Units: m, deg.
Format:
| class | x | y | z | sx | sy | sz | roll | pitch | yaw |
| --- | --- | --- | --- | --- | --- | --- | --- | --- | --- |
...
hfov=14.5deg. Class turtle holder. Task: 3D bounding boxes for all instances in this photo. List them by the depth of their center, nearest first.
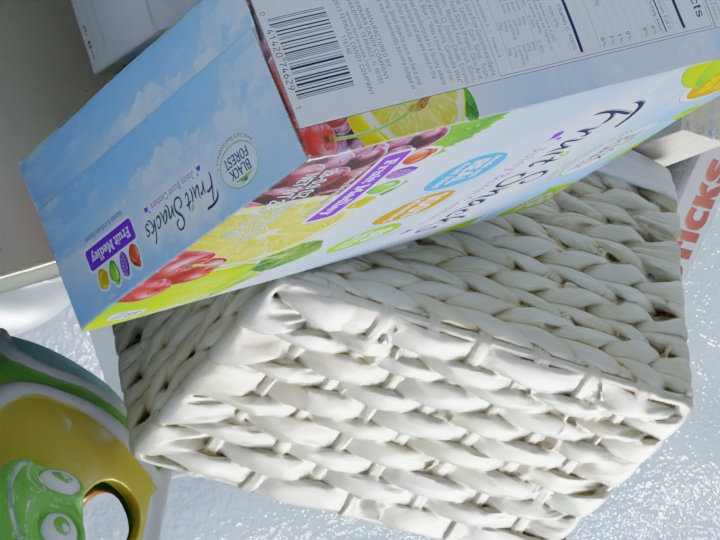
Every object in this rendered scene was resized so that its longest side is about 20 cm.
| class | x | y | z | sx | sy | sz | roll | pitch | yaw |
| --- | --- | --- | --- | --- | --- | --- | --- | --- | --- |
| turtle holder | -0.138 | 0.081 | 1.067 | 0.131 | 0.141 | 0.186 | 12 | 147 | -4 |

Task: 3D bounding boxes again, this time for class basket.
| class | x | y | z | sx | sy | sz | roll | pitch | yaw |
| --- | --- | --- | --- | --- | --- | --- | --- | --- | --- |
| basket | 0.013 | 0.016 | 1.073 | 0.200 | 0.124 | 0.136 | 18 | 135 | -25 |

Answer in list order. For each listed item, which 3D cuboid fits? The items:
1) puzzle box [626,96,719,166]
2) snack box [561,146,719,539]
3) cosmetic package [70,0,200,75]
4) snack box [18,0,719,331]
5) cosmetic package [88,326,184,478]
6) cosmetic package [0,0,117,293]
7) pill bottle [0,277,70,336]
| class | x | y | z | sx | sy | sz | roll | pitch | yaw |
| --- | --- | --- | --- | --- | --- | --- | --- | --- | --- |
| puzzle box | 0.087 | -0.095 | 1.180 | 0.025 | 0.133 | 0.200 | 15 | 162 | -29 |
| snack box | 0.092 | 0.019 | 1.175 | 0.024 | 0.200 | 0.072 | 12 | -162 | -36 |
| cosmetic package | 0.008 | -0.115 | 0.922 | 0.199 | 0.051 | 0.083 | -17 | 178 | -19 |
| snack box | 0.017 | -0.055 | 0.907 | 0.200 | 0.068 | 0.169 | -17 | 171 | -32 |
| cosmetic package | -0.086 | 0.002 | 1.468 | 0.081 | 0.201 | 0.113 | -17 | 178 | -41 |
| cosmetic package | -0.150 | -0.038 | 0.961 | 0.200 | 0.104 | 0.073 | -18 | 179 | -35 |
| pill bottle | -0.180 | -0.019 | 1.201 | 0.111 | 0.111 | 0.200 | -16 | 179 | -44 |
